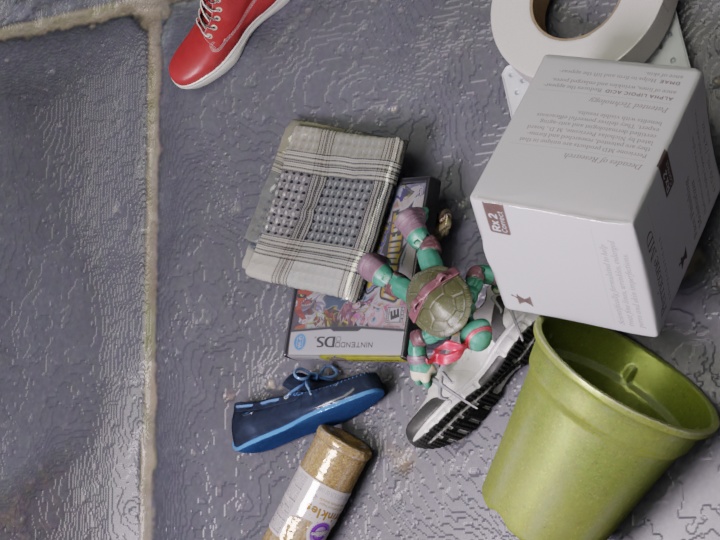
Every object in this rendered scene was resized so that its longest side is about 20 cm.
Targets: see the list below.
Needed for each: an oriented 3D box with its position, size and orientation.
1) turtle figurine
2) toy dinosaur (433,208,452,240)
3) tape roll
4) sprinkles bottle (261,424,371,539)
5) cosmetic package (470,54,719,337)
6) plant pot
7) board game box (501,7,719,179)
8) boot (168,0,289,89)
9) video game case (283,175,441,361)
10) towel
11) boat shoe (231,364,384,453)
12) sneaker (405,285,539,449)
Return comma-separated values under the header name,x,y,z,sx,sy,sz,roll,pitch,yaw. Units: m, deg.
name,x,y,z,sx,sy,sz,roll,pitch,yaw
turtle figurine,0.087,0.032,1.567,0.149,0.101,0.200,-39,59,-3
toy dinosaur,0.046,0.020,1.700,0.200,0.047,0.088,-41,58,21
tape roll,0.234,-0.282,1.630,0.201,0.037,0.204,-13,64,27
sprinkles bottle,-0.061,0.270,1.699,0.068,0.068,0.201,30,96,29
cosmetic package,0.228,-0.074,1.473,0.164,0.165,0.201,10,55,29
plant pot,0.216,0.172,1.511,0.200,0.200,0.185,38,111,28
board game box,0.260,-0.150,1.621,0.199,0.026,0.202,-19,73,25
boot,-0.181,-0.304,1.819,0.200,0.144,0.073,-45,66,16
video game case,0.000,0.000,1.702,0.180,0.025,0.202,-2,74,43
towel,-0.048,-0.071,1.732,0.199,0.034,0.194,13,84,45
boat shoe,-0.069,0.143,1.718,0.199,0.084,0.069,-21,69,22
sneaker,0.114,0.103,1.637,0.200,0.074,0.080,-49,59,4
